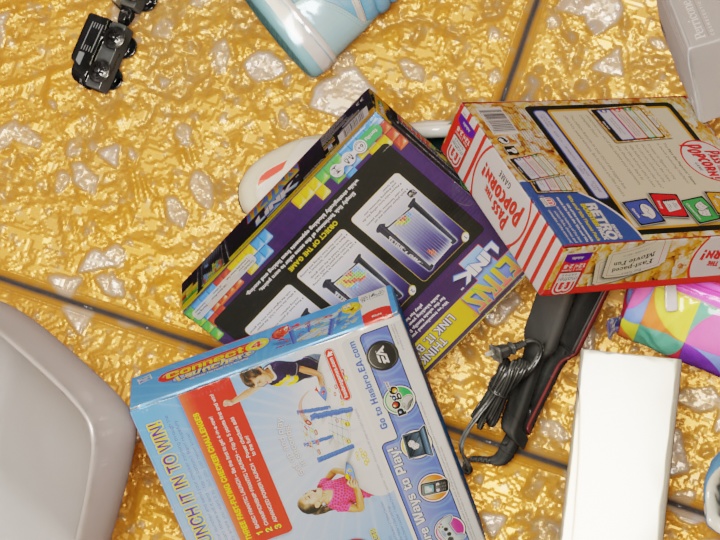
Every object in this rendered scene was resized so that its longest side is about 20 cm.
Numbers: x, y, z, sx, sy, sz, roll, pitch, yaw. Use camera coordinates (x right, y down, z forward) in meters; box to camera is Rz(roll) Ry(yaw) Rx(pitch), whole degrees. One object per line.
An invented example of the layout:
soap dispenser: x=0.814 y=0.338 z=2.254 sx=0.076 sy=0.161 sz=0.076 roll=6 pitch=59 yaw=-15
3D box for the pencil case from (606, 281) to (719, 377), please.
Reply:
pencil case: x=0.275 y=0.042 z=1.461 sx=0.200 sy=0.088 sz=0.088 roll=21 pitch=83 yaw=8

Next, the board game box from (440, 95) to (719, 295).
board game box: x=0.177 y=-0.056 z=1.426 sx=0.200 sy=0.046 sz=0.152 roll=-4 pitch=45 yaw=-30

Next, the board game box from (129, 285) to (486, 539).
board game box: x=-0.035 y=0.136 z=1.447 sx=0.196 sy=0.056 sz=0.200 roll=-19 pitch=112 yaw=3

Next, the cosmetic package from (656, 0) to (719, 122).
cosmetic package: x=0.317 y=-0.194 z=1.482 sx=0.200 sy=0.090 sz=0.107 roll=-17 pitch=49 yaw=0

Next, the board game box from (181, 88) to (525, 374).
board game box: x=0.000 y=0.000 z=1.456 sx=0.165 sy=0.057 sz=0.200 roll=40 pitch=104 yaw=-20

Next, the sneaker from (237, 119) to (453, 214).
sneaker: x=0.004 y=-0.078 z=1.510 sx=0.199 sy=0.093 sz=0.070 roll=-7 pitch=79 yaw=5

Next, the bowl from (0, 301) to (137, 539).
bowl: x=-0.238 y=0.129 z=1.467 sx=0.200 sy=0.075 sz=0.200 roll=35 pitch=121 yaw=31

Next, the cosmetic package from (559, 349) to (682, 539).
cosmetic package: x=0.178 y=0.162 z=1.443 sx=0.073 sy=0.104 sz=0.200 roll=5 pitch=80 yaw=8

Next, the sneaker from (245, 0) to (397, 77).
sneaker: x=-0.046 y=-0.259 z=1.550 sx=0.131 sy=0.080 sz=0.200 roll=-37 pitch=95 yaw=-1

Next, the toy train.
toy train: x=-0.173 y=-0.231 z=1.590 sx=0.046 sy=0.034 sz=0.200 roll=21 pitch=84 yaw=21

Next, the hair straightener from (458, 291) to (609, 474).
hair straightener: x=0.110 y=0.062 z=1.461 sx=0.041 sy=0.077 sz=0.200 roll=51 pitch=122 yaw=44

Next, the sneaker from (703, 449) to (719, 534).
sneaker: x=0.296 y=0.111 z=1.400 sx=0.072 sy=0.072 sz=0.200 roll=30 pitch=130 yaw=4
